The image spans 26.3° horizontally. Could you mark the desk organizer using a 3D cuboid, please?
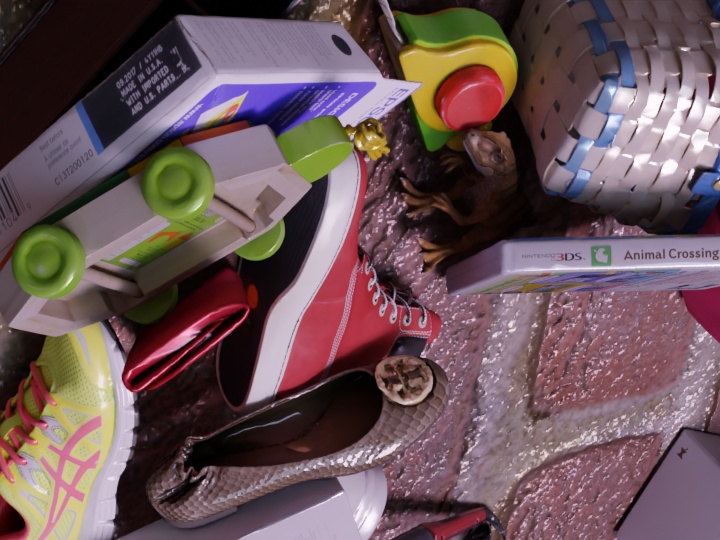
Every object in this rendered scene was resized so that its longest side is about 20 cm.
[{"bbox_3d":[-0.111,-0.120,0.791,0.200,0.077,0.072,-47,134,7],"label":"desk organizer"}]

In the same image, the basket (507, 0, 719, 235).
[{"bbox_3d":[0.193,-0.108,0.934,0.198,0.177,0.140,3,133,-16],"label":"basket"}]

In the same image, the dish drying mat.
[{"bbox_3d":[-0.095,0.031,0.851,0.077,0.200,0.018,-38,96,-3],"label":"dish drying mat"}]

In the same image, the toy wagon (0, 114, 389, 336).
[{"bbox_3d":[-0.079,-0.027,0.749,0.199,0.040,0.155,-31,169,5],"label":"toy wagon"}]

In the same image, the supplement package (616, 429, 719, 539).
[{"bbox_3d":[0.339,0.225,1.306,0.199,0.117,0.118,14,114,-38],"label":"supplement package"}]

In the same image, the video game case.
[{"bbox_3d":[0.156,-0.003,0.947,0.180,0.200,0.022,-2,86,-6],"label":"video game case"}]

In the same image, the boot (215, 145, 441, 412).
[{"bbox_3d":[0.000,0.000,0.960,0.143,0.073,0.201,-5,133,-30],"label":"boot"}]

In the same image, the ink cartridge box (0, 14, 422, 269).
[{"bbox_3d":[-0.091,-0.057,0.796,0.197,0.044,0.199,-36,167,28],"label":"ink cartridge box"}]

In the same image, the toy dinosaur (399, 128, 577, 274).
[{"bbox_3d":[0.086,-0.036,0.976,0.105,0.061,0.200,-13,168,15],"label":"toy dinosaur"}]

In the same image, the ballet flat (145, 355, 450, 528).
[{"bbox_3d":[-0.038,0.098,0.941,0.198,0.068,0.047,-21,135,-6],"label":"ballet flat"}]

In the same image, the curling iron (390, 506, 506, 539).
[{"bbox_3d":[0.053,0.205,1.127,0.025,0.050,0.199,-32,160,28],"label":"curling iron"}]

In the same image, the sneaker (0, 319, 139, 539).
[{"bbox_3d":[-0.186,0.099,0.908,0.089,0.078,0.202,-6,126,-26],"label":"sneaker"}]

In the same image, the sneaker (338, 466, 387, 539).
[{"bbox_3d":[-0.069,0.201,1.071,0.099,0.075,0.201,30,96,-35],"label":"sneaker"}]

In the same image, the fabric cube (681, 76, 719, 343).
[{"bbox_3d":[0.329,-0.039,1.048,0.195,0.200,0.200,-35,133,-5],"label":"fabric cube"}]

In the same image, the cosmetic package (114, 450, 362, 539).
[{"bbox_3d":[-0.062,0.226,0.999,0.150,0.052,0.201,-24,128,-10],"label":"cosmetic package"}]

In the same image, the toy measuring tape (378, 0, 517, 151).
[{"bbox_3d":[0.048,-0.140,0.874,0.073,0.074,0.201,-32,141,-7],"label":"toy measuring tape"}]
